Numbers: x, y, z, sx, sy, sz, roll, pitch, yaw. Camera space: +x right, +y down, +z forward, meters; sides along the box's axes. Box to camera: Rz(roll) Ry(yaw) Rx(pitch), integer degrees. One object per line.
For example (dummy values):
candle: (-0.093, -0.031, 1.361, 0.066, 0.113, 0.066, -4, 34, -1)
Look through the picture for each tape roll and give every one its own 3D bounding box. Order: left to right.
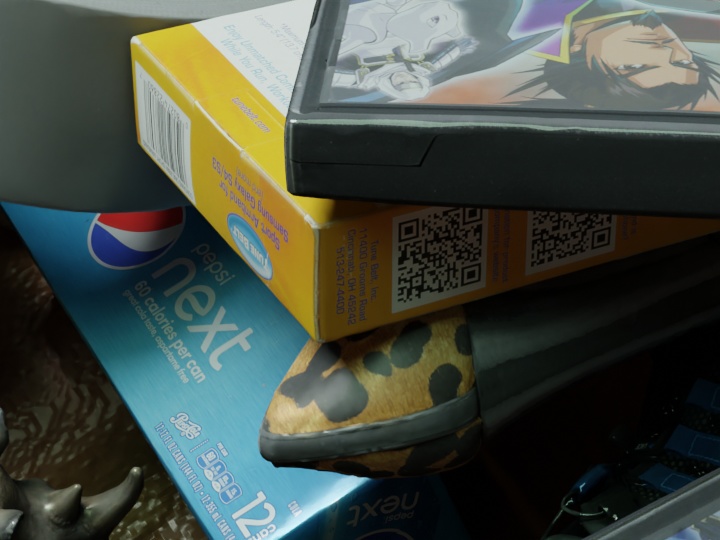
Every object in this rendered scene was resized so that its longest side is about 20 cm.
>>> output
tape roll: (-0.115, -0.093, 0.810, 0.200, 0.066, 0.200, 16, 23, -7)

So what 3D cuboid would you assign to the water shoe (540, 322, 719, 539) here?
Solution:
water shoe: (0.089, 0.067, 0.715, 0.079, 0.072, 0.200, 11, 51, -14)

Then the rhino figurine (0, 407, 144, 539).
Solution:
rhino figurine: (-0.159, 0.095, 0.799, 0.199, 0.088, 0.060, -18, 49, 8)

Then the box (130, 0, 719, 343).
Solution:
box: (0.050, -0.047, 0.726, 0.199, 0.042, 0.119, -13, 34, -23)

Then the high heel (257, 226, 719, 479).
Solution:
high heel: (0.000, 0.000, 0.761, 0.142, 0.072, 0.200, -21, 23, -22)

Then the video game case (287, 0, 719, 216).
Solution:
video game case: (0.090, -0.070, 0.688, 0.199, 0.026, 0.181, 3, 33, 5)

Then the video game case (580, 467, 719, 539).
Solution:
video game case: (0.119, 0.141, 0.606, 0.180, 0.026, 0.200, -26, 82, -9)

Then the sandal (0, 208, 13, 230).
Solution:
sandal: (-0.104, -0.120, 0.948, 0.077, 0.070, 0.212, -10, 48, 42)

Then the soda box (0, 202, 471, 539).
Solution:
soda box: (-0.044, 0.027, 0.823, 0.068, 0.064, 0.200, -33, 49, -6)
